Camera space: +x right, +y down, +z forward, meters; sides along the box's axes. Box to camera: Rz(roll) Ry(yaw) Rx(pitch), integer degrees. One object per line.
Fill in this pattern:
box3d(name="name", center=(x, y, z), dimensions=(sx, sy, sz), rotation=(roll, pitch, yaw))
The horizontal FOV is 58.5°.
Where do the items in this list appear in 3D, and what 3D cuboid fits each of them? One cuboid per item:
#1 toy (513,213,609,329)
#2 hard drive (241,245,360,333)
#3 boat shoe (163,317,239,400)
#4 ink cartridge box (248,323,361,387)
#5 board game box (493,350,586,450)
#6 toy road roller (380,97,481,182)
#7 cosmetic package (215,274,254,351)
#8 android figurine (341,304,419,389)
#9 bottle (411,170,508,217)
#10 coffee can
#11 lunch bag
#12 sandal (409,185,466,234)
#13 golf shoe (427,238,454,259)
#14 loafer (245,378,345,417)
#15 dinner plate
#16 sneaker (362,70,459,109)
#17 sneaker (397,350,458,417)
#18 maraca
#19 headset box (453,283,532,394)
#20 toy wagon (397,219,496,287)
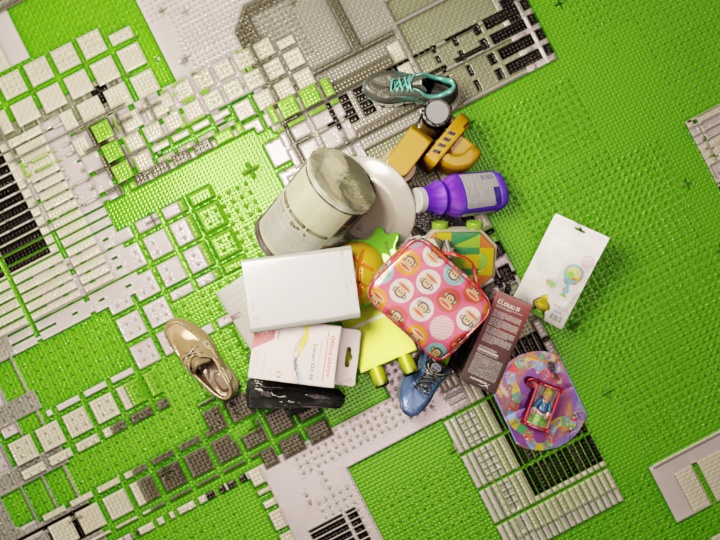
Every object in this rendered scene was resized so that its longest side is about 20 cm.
box3d(name="toy", center=(0.399, 0.002, 1.286), dimensions=(0.115, 0.047, 0.201), rotation=(30, 99, 25))
box3d(name="hard drive", center=(-0.107, 0.034, 1.163), dimensions=(0.199, 0.026, 0.133), rotation=(-8, 87, -6))
box3d(name="boat shoe", center=(-0.317, 0.174, 1.280), dimensions=(0.071, 0.065, 0.200), rotation=(-44, 89, -1))
box3d(name="ink cartridge box", center=(-0.100, 0.152, 1.199), dimensions=(0.199, 0.067, 0.117), rotation=(7, 84, -3))
box3d(name="board game box", center=(0.362, 0.265, 1.289), dimensions=(0.157, 0.039, 0.201), rotation=(-24, 88, -1))
box3d(name="toy road roller", center=(0.142, -0.224, 1.261), dimensions=(0.146, 0.123, 0.200), rotation=(39, 89, 1))
box3d(name="cosmetic package", center=(-0.186, 0.103, 1.272), dimensions=(0.107, 0.090, 0.200), rotation=(-34, 86, -4))
box3d(name="android figurine", center=(0.036, 0.124, 1.273), dimensions=(0.181, 0.041, 0.201), rotation=(-26, 71, 6))
box3d(name="bottle", center=(0.192, -0.146, 1.252), dimensions=(0.199, 0.065, 0.084), rotation=(-10, 79, -26))
box3d(name="coffee can", center=(-0.087, -0.109, 1.200), dimensions=(0.146, 0.146, 0.200), rotation=(48, 129, 1))
box3d(name="lunch bag", center=(0.130, 0.039, 1.151), dimensions=(0.200, 0.082, 0.176), rotation=(44, 96, -2))
box3d(name="sandal", center=(0.161, -0.094, 1.302), dimensions=(0.200, 0.048, 0.075), rotation=(38, 87, -12))
box3d(name="golf shoe", center=(0.131, 0.037, 1.233), dimensions=(0.088, 0.077, 0.201), rotation=(4, 95, 5))
box3d(name="loafer", center=(-0.130, 0.256, 1.279), dimensions=(0.199, 0.068, 0.071), rotation=(6, 96, 5))
box3d(name="dinner plate", center=(0.011, -0.123, 1.248), dimensions=(0.199, 0.024, 0.201), rotation=(15, 124, 23))
box3d(name="sneaker", center=(0.104, -0.369, 1.281), dimensions=(0.199, 0.091, 0.078), rotation=(4, 88, 0))
box3d(name="sneaker", center=(0.135, 0.195, 1.267), dimensions=(0.078, 0.089, 0.201), rotation=(27, 88, 2))
box3d(name="maraca", center=(0.000, 0.000, 1.236), dimensions=(0.200, 0.107, 0.138), rotation=(-31, 73, 15))
box3d(name="headset box", center=(0.251, 0.120, 1.236), dimensions=(0.075, 0.149, 0.201), rotation=(23, 92, 0))
box3d(name="toy wagon", center=(0.166, -0.020, 1.272), dimensions=(0.199, 0.040, 0.156), rotation=(0, 109, 0))
